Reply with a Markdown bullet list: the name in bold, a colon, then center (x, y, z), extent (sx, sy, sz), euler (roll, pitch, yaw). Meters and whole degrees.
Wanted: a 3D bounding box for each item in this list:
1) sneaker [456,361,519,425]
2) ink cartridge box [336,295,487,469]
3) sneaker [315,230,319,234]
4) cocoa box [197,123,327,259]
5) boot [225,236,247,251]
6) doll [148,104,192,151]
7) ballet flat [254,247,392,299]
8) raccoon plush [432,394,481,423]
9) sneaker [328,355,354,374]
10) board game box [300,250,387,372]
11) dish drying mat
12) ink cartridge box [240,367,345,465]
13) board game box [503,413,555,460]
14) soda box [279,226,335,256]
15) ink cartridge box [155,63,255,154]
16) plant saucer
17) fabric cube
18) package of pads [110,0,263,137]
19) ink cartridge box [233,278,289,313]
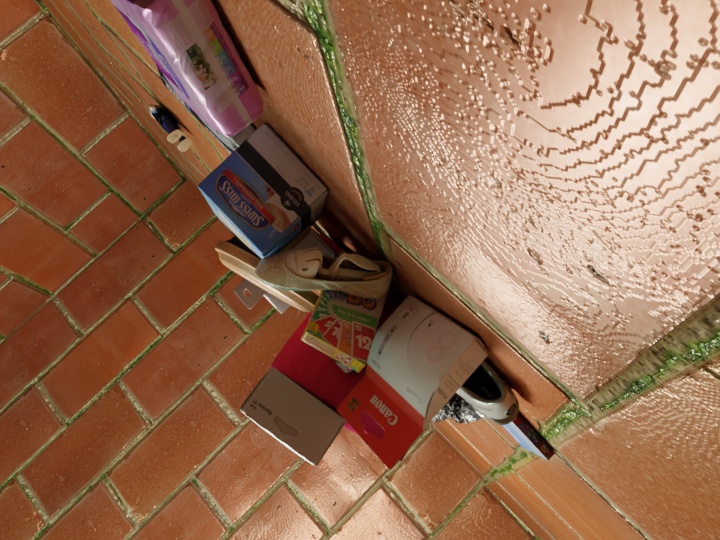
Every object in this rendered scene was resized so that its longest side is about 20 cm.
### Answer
- **sneaker**: center (0.136, 0.134, 0.877), extent (0.199, 0.074, 0.089), euler (30, 165, 29)
- **ink cartridge box**: center (0.057, 0.144, 0.851), extent (0.057, 0.200, 0.162), euler (51, 170, -33)
- **sneaker**: center (-0.079, 0.000, 1.191), extent (0.200, 0.081, 0.074), euler (50, -157, 7)
- **cocoa box**: center (-0.143, -0.102, 0.930), extent (0.133, 0.131, 0.200), euler (46, 171, -1)
- **boot**: center (-0.208, -0.068, 1.306), extent (0.080, 0.158, 0.211), euler (49, 171, -18)
- **doll**: center (-0.534, -0.408, 1.701), extent (0.200, 0.048, 0.136), euler (48, -177, 39)
- **ballet flat**: center (-0.048, -0.005, 0.877), extent (0.068, 0.199, 0.063), euler (-101, 26, -42)
- **raccoon plush**: center (0.147, 0.195, 1.124), extent (0.134, 0.097, 0.200), euler (57, 151, -5)
- **sneaker**: center (-0.024, 0.052, 0.962), extent (0.086, 0.080, 0.201), euler (38, -144, -37)
- **board game box**: center (-0.014, 0.049, 0.913), extent (0.095, 0.030, 0.201), euler (30, -141, -9)
- **dish drying mat**: center (0.000, 0.000, 1.084), extent (0.200, 0.018, 0.077), euler (40, 170, 42)
- **ink cartridge box**: center (-0.107, 0.241, 0.999), extent (0.146, 0.083, 0.200), euler (35, 164, 5)
- **board game box**: center (0.222, 0.220, 1.002), extent (0.200, 0.019, 0.103), euler (47, 170, -3)
- **soda box**: center (-0.084, -0.022, 1.034), extent (0.064, 0.068, 0.200), euler (47, 178, 0)
- **ink cartridge box**: center (-0.249, -0.263, 1.014), extent (0.198, 0.043, 0.200), euler (47, 173, -4)
- **plant saucer**: center (-0.149, 0.015, 1.001), extent (0.199, 0.032, 0.200), euler (29, 171, 5)
- **fabric cube**: center (0.011, 0.166, 1.059), extent (0.199, 0.200, 0.196), euler (19, 156, 42)
- **package of pads**: center (-0.193, -0.251, 0.680), extent (0.120, 0.076, 0.200), euler (40, 169, 29)
- **ink cartridge box**: center (-0.167, 0.012, 1.327), extent (0.068, 0.200, 0.116), euler (52, 170, -34)
